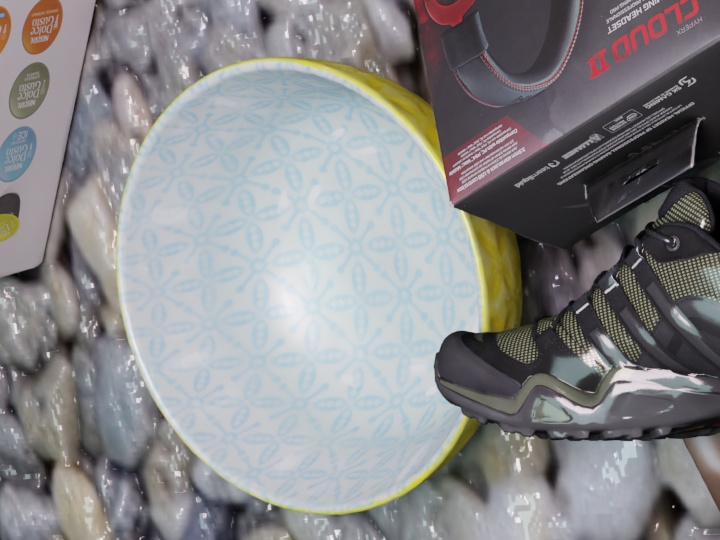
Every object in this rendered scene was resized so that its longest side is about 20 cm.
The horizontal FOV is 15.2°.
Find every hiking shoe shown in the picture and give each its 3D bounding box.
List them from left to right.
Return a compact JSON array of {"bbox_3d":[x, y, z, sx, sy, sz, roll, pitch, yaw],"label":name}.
[{"bbox_3d":[0.120,0.016,1.047,0.199,0.076,0.101,-2,86,30],"label":"hiking shoe"}]

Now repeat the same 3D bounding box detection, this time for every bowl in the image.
[{"bbox_3d":[0.000,0.000,1.197,0.200,0.108,0.201,8,104,34],"label":"bowl"}]

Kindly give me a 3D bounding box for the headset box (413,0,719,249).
[{"bbox_3d":[0.098,-0.115,1.075,0.148,0.075,0.201,-31,56,37],"label":"headset box"}]

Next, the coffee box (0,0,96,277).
[{"bbox_3d":[-0.272,-0.108,1.315,0.200,0.199,0.198,27,115,28],"label":"coffee box"}]

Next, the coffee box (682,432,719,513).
[{"bbox_3d":[0.202,0.065,1.081,0.114,0.080,0.201,-31,80,36],"label":"coffee box"}]
